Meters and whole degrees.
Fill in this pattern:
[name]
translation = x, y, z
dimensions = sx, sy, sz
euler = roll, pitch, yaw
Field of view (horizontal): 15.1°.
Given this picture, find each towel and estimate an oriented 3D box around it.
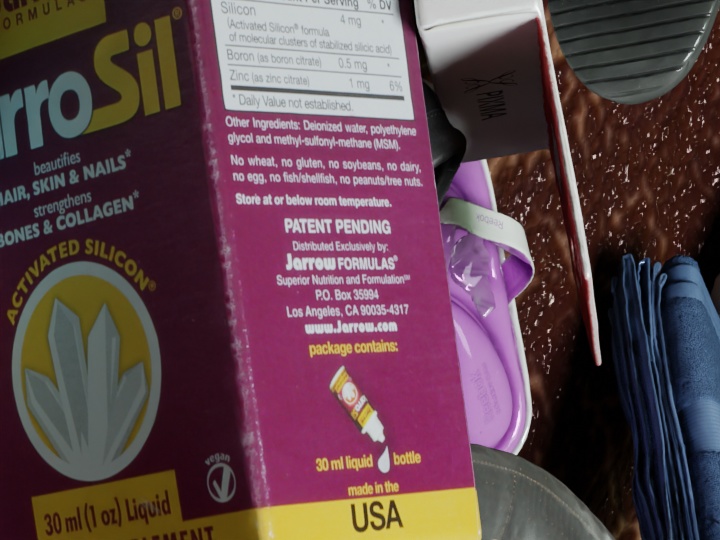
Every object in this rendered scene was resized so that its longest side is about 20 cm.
[towel]
translation = 0.144, 0.100, 1.162
dimensions = 0.112, 0.048, 0.201
euler = 56, 23, -54

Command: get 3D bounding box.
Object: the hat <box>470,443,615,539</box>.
[hat]
translation = 0.014, 0.151, 0.969
dimensions = 0.200, 0.081, 0.201
euler = -2, 92, -46

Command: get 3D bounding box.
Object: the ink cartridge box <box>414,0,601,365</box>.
[ink cartridge box]
translation = 0.047, -0.064, 0.931
dimensions = 0.200, 0.045, 0.177
euler = 61, 21, -78

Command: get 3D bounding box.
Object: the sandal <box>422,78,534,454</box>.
[sandal]
translation = 0.041, 0.005, 1.079
dimensions = 0.082, 0.050, 0.203
euler = -46, 135, -26

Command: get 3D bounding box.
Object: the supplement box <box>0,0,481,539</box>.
[supplement box]
translation = -0.052, -0.002, 0.849
dimensions = 0.103, 0.131, 0.201
euler = 0, 79, -48

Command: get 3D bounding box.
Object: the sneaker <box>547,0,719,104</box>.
[sneaker]
translation = 0.117, -0.148, 1.044
dimensions = 0.089, 0.074, 0.201
euler = 43, 47, -60

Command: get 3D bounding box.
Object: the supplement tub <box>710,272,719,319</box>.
[supplement tub]
translation = 0.262, -0.037, 1.240
dimensions = 0.145, 0.145, 0.201
euler = 35, 79, -50

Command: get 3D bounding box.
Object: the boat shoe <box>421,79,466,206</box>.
[boat shoe]
translation = 0.000, 0.000, 0.961
dimensions = 0.070, 0.066, 0.200
euler = -31, 155, -32
